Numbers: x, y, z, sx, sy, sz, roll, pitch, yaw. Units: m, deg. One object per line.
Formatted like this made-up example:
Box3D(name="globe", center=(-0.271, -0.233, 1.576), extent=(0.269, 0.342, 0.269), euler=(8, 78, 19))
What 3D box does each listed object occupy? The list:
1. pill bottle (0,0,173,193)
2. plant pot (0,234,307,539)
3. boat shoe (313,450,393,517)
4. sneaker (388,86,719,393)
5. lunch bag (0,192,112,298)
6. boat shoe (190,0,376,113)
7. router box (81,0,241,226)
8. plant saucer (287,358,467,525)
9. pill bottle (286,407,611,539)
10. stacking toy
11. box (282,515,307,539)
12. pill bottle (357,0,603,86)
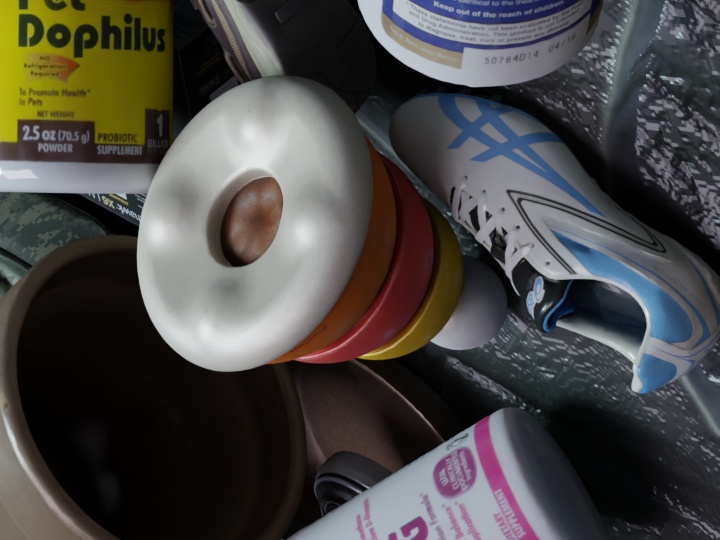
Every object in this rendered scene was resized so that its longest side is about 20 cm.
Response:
Box3D(name="pill bottle", center=(-0.147, -0.139, 1.476), extent=(0.109, 0.109, 0.201), euler=(3, 93, 51))
Box3D(name="plant pot", center=(-0.157, 0.105, 1.629), extent=(0.201, 0.200, 0.174), euler=(52, 134, -4))
Box3D(name="boat shoe", center=(0.034, 0.193, 1.638), extent=(0.200, 0.071, 0.072), euler=(52, 150, -2))
Box3D(name="sneaker", center=(0.085, -0.018, 1.409), extent=(0.200, 0.072, 0.072), euler=(38, 149, 22))
Box3D(name="lunch bag", center=(-0.209, 0.076, 1.786), extent=(0.139, 0.167, 0.201), euler=(28, 146, 47))
Box3D(name="boat shoe", center=(-0.063, -0.155, 1.448), extent=(0.073, 0.074, 0.201), euler=(10, 130, 47))
Box3D(name="router box", center=(-0.142, -0.108, 1.622), extent=(0.200, 0.052, 0.158), euler=(28, 144, 32))
Box3D(name="plant saucer", center=(0.013, 0.110, 1.679), extent=(0.200, 0.037, 0.201), euler=(34, 146, 27))
Box3D(name="pill bottle", center=(0.026, 0.168, 1.548), extent=(0.114, 0.200, 0.113), euler=(53, -166, -20))
Box3D(name="stacking toy", center=(0.000, 0.000, 1.463), extent=(0.146, 0.147, 0.200), euler=(15, 174, 44))
Box3D(name="box", center=(-0.017, 0.214, 1.780), extent=(0.200, 0.044, 0.160), euler=(41, 166, 14))
Box3D(name="pill bottle", center=(0.057, -0.181, 1.225), extent=(0.111, 0.111, 0.200), euler=(35, 147, 22))
